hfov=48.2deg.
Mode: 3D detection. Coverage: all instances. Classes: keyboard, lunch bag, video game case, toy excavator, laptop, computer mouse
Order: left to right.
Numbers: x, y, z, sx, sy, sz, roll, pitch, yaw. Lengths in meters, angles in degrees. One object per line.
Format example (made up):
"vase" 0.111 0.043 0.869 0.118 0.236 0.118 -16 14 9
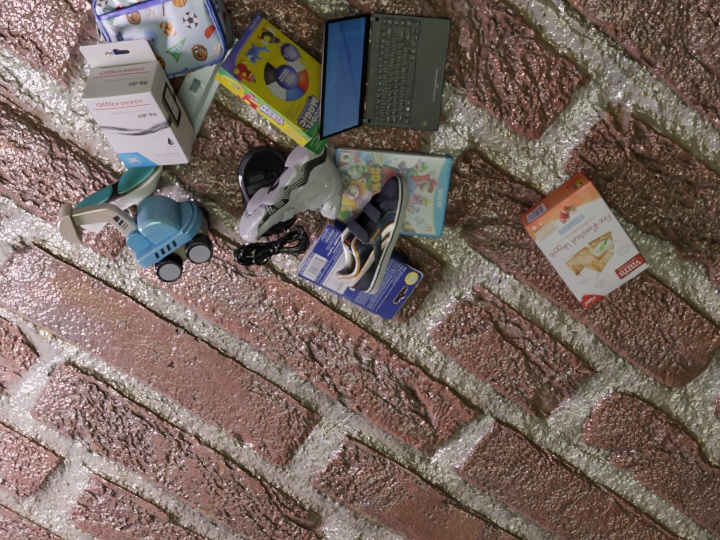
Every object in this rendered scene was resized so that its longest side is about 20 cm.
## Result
"toy excavator" -0.365 -0.073 1.321 0.192 0.101 0.201 -30 132 12
"lunch bag" -0.297 -0.374 1.199 0.195 0.076 0.163 -9 126 16
"keyboard" -0.259 -0.295 1.296 0.055 0.011 0.202 28 113 -7
"computer mouse" -0.162 -0.115 1.352 0.135 0.053 0.205 -14 117 -17
"laptop" 0.038 -0.295 1.240 0.194 0.104 0.181 4 117 -2
"video game case" 0.051 -0.132 1.368 0.194 0.018 0.146 4 116 -2

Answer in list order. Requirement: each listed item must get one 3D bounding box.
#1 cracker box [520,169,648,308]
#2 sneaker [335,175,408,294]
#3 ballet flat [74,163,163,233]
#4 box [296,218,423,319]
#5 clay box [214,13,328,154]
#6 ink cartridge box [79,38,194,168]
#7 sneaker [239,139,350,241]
"cracker box" 0.386 -0.050 1.385 0.133 0.058 0.200 -36 112 17
"sneaker" 0.018 -0.064 1.328 0.078 0.078 0.205 14 100 -20
"ballet flat" -0.395 -0.124 1.357 0.197 0.070 0.070 -28 114 18
"box" 0.000 0.000 1.417 0.197 0.033 0.122 27 119 -15
"clay box" -0.112 -0.284 1.240 0.198 0.047 0.116 35 68 -14
"ink cartridge box" -0.343 -0.249 1.228 0.113 0.069 0.201 -4 147 10
"sneaker" -0.101 -0.107 1.306 0.115 0.075 0.201 42 85 -32
